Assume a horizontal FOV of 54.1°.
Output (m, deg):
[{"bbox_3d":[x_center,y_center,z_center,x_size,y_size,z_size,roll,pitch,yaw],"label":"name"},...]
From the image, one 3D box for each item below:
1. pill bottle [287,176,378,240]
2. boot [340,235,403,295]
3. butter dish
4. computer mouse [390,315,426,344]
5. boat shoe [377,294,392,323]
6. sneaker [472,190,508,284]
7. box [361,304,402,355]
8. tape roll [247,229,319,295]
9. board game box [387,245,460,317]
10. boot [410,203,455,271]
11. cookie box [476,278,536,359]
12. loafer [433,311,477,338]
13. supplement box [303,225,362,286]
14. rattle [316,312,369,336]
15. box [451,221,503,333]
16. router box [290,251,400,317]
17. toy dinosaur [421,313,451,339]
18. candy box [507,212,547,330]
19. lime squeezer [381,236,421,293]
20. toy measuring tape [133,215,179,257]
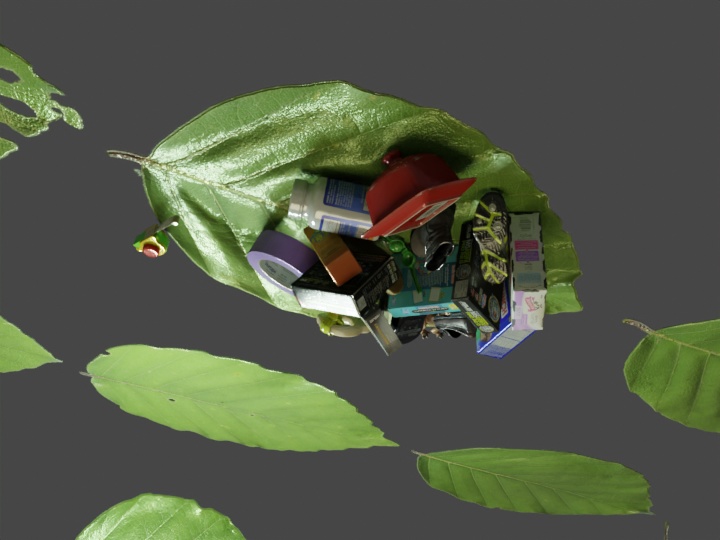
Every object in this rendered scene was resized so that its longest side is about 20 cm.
[{"bbox_3d":[-0.050,-0.136,1.498,0.198,0.113,0.112,12,148,-4],"label":"pill bottle"},{"bbox_3d":[0.000,0.000,1.683,0.200,0.073,0.155,44,143,-1],"label":"boot"},{"bbox_3d":[0.092,-0.170,1.395,0.199,0.149,0.200,-17,167,-48],"label":"butter dish"},{"bbox_3d":[0.128,0.114,1.798,0.137,0.053,0.201,-7,143,-23],"label":"computer mouse"},{"bbox_3d":[0.074,0.105,1.892,0.066,0.072,0.201,33,159,11],"label":"boat shoe"},{"bbox_3d":[0.281,-0.076,1.517,0.075,0.077,0.202,0,112,12],"label":"sneaker"},{"bbox_3d":[0.015,0.098,1.767,0.048,0.200,0.159,-34,134,-3],"label":"box"},{"bbox_3d":[-0.172,-0.011,1.698,0.199,0.066,0.201,25,158,11],"label":"tape roll"},{"bbox_3d":[0.168,0.025,1.661,0.198,0.152,0.047,-7,149,22],"label":"board game box"},{"bbox_3d":[0.154,-0.051,1.564,0.069,0.133,0.201,11,148,-7],"label":"boot"},{"bbox_3d":[0.354,0.094,1.712,0.074,0.173,0.200,13,147,-14],"label":"cookie box"},{"bbox_3d":[0.225,0.136,1.695,0.071,0.064,0.200,3,170,-16],"label":"loafer"},{"bbox_3d":[-0.064,-0.046,1.542,0.066,0.200,0.069,-35,121,-1],"label":"supplement box"},{"bbox_3d":[-0.016,0.108,1.947,0.198,0.145,0.130,2,-177,-18],"label":"rattle"},{"bbox_3d":[0.268,0.015,1.577,0.044,0.202,0.160,-10,144,34],"label":"box"},{"bbox_3d":[-0.034,0.024,1.556,0.199,0.150,0.063,8,130,43],"label":"router box"},{"bbox_3d":[0.184,0.112,1.860,0.198,0.087,0.136,-1,147,21],"label":"toy dinosaur"},{"bbox_3d":[0.360,0.004,1.538,0.071,0.202,0.168,-2,146,9],"label":"candy box"},{"bbox_3d":[0.088,-0.038,1.654,0.201,0.070,0.038,52,143,1],"label":"lime squeezer"},{"bbox_3d":[-0.481,-0.080,1.721,0.199,0.074,0.073,-21,138,38],"label":"toy measuring tape"}]
